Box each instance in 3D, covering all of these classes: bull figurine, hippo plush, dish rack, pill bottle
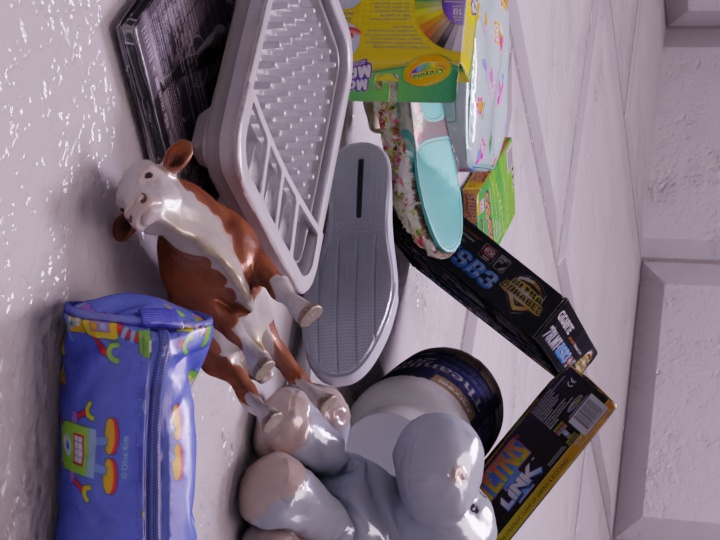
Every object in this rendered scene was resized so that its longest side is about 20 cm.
[{"bbox_3d":[-0.074,0.015,0.876,0.065,0.122,0.201,-38,155,-11],"label":"bull figurine"},{"bbox_3d":[0.011,0.177,1.092,0.159,0.159,0.203,-51,140,-64],"label":"hippo plush"},{"bbox_3d":[-0.054,-0.105,0.981,0.172,0.043,0.202,64,33,-58],"label":"dish rack"},{"bbox_3d":[0.049,0.135,1.305,0.200,0.109,0.113,-27,119,-72],"label":"pill bottle"}]

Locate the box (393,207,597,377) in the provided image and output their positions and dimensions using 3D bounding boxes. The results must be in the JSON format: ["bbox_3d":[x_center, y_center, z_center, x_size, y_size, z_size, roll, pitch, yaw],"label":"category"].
[{"bbox_3d":[0.106,0.008,1.357,0.050,0.199,0.198,-50,157,-2],"label":"box"}]

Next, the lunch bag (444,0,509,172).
[{"bbox_3d":[0.087,-0.193,1.458,0.160,0.076,0.203,-11,103,-72],"label":"lunch bag"}]

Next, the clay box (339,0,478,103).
[{"bbox_3d":[0.033,-0.220,1.195,0.048,0.113,0.203,37,57,-71],"label":"clay box"}]

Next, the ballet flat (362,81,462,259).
[{"bbox_3d":[0.037,-0.107,1.261,0.075,0.063,0.203,-6,86,-50],"label":"ballet flat"}]

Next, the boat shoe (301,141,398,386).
[{"bbox_3d":[0.000,0.000,1.193,0.062,0.071,0.202,72,24,-59],"label":"boat shoe"}]

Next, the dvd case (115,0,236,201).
[{"bbox_3d":[-0.091,-0.132,0.950,0.201,0.016,0.150,-68,155,-48],"label":"dvd case"}]

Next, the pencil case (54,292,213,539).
[{"bbox_3d":[-0.114,0.113,0.787,0.077,0.086,0.203,1,90,-34],"label":"pencil case"}]

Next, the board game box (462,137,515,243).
[{"bbox_3d":[0.145,-0.074,1.764,0.200,0.030,0.097,-59,147,-64],"label":"board game box"}]

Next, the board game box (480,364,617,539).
[{"bbox_3d":[0.123,0.176,1.309,0.200,0.057,0.165,-50,174,-6],"label":"board game box"}]
